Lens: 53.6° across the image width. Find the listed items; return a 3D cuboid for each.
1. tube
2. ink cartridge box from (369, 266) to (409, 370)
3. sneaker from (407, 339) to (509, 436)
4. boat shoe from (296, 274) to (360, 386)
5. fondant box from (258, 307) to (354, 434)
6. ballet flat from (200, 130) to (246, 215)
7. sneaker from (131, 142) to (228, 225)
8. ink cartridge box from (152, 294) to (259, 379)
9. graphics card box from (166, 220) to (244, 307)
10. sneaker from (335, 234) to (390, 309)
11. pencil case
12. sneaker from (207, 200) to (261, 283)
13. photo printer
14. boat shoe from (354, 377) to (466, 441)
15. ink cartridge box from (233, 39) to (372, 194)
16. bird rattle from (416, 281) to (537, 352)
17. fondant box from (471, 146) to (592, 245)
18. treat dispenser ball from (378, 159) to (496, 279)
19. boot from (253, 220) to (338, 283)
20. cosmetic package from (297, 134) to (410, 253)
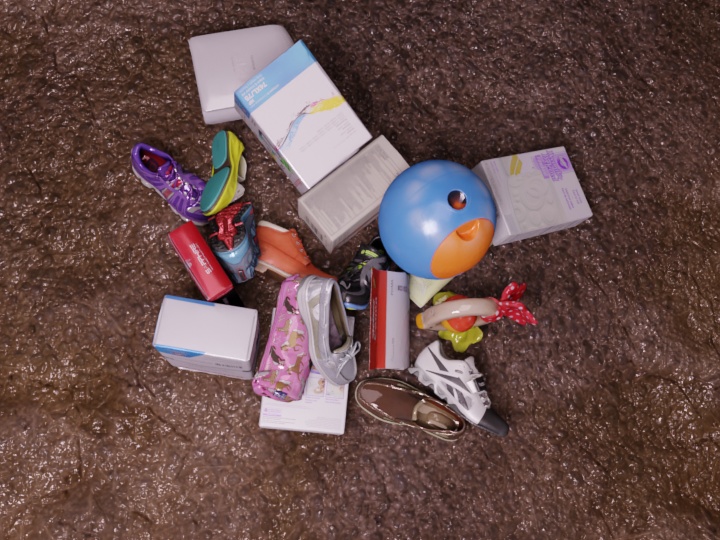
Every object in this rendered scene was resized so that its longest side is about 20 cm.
[{"bbox_3d":[0.160,-0.014,1.302,0.199,0.058,0.052,-39,98,-13],"label":"tube"},{"bbox_3d":[0.052,0.082,1.178,0.056,0.200,0.165,1,85,5],"label":"ink cartridge box"},{"bbox_3d":[0.182,0.196,1.209,0.199,0.074,0.089,38,96,14],"label":"sneaker"},{"bbox_3d":[-0.042,0.100,1.138,0.074,0.064,0.204,-40,124,-45],"label":"boat shoe"},{"bbox_3d":[-0.091,0.174,1.224,0.143,0.058,0.202,7,77,-4],"label":"fondant box"},{"bbox_3d":[-0.234,-0.165,1.262,0.067,0.066,0.202,37,38,-38],"label":"ballet flat"},{"bbox_3d":[-0.328,-0.153,1.264,0.199,0.083,0.081,33,76,0],"label":"sneaker"},{"bbox_3d":[-0.240,0.113,1.149,0.145,0.200,0.087,10,74,-4],"label":"ink cartridge box"},{"bbox_3d":[-0.250,0.005,1.174,0.051,0.200,0.126,-33,81,-11],"label":"graphics card box"},{"bbox_3d":[0.000,0.000,1.219,0.070,0.083,0.200,16,35,15],"label":"sneaker"},{"bbox_3d":[-0.113,0.112,1.165,0.082,0.087,0.202,11,73,12],"label":"pencil case"},{"bbox_3d":[-0.210,-0.046,1.203,0.078,0.201,0.096,-16,119,5],"label":"sneaker"},{"bbox_3d":[-0.209,-0.370,1.336,0.198,0.069,0.168,-11,78,-8],"label":"photo printer"},{"bbox_3d":[0.089,0.232,1.219,0.200,0.075,0.075,18,75,-1],"label":"boat shoe"},{"bbox_3d":[-0.102,-0.257,1.236,0.146,0.147,0.201,-39,97,-6],"label":"ink cartridge box"},{"bbox_3d":[0.188,0.080,1.205,0.162,0.199,0.114,2,81,-34],"label":"bird rattle"},{"bbox_3d":[0.311,-0.139,1.308,0.198,0.058,0.146,-13,77,-27],"label":"fondant box"},{"bbox_3d":[0.129,-0.085,1.205,0.198,0.201,0.203,1,76,-6],"label":"treat dispenser ball"},{"bbox_3d":[-0.112,-0.018,1.263,0.198,0.075,0.108,23,70,1],"label":"boot"},{"bbox_3d":[-0.008,-0.137,1.292,0.199,0.087,0.104,-38,81,-12],"label":"cosmetic package"}]
